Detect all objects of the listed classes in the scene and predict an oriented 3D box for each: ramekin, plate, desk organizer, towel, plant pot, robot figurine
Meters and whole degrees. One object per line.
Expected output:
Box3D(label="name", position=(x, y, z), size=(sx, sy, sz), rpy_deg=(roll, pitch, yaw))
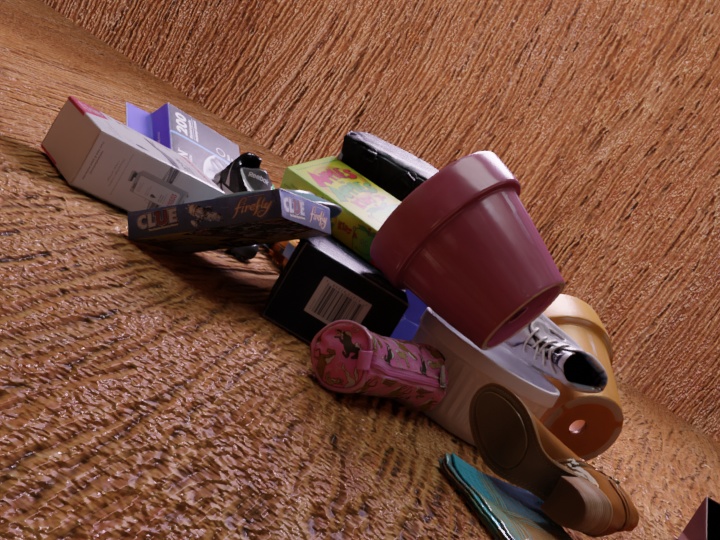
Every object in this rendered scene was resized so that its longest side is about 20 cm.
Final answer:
Box3D(label="ramekin", position=(0.140, 0.143, 1.521), size=(0.199, 0.105, 0.200), rpy_deg=(32, 7, -5))
Box3D(label="plate", position=(-0.122, -0.077, 1.508), size=(0.199, 0.026, 0.200), rpy_deg=(-4, -6, 0))
Box3D(label="desk organizer", position=(0.533, 0.393, 1.631), size=(0.199, 0.077, 0.072), rpy_deg=(31, 7, -10))
Box3D(label="towel", position=(0.169, 0.257, 1.202), size=(0.146, 0.022, 0.200), rpy_deg=(29, 8, -24))
Box3D(label="plant pot", position=(0.282, 0.166, 1.715), size=(0.200, 0.200, 0.184), rpy_deg=(28, 23, -29))
Box3D(label="robot figurine", position=(-0.095, -0.031, 1.874), size=(0.145, 0.058, 0.200), rpy_deg=(28, 9, -39))
Box3D(label="plant pot", position=(0.141, -0.012, 1.450), size=(0.179, 0.200, 0.200), rpy_deg=(52, 12, 16))

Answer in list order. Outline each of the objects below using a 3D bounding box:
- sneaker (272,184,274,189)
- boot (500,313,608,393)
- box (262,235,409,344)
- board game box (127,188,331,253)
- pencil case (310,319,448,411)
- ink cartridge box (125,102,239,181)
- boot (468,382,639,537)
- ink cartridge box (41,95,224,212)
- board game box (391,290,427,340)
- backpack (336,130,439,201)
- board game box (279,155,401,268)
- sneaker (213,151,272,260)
Box3D(label="sneaker", position=(-0.178, -0.113, 1.973), size=(0.199, 0.084, 0.074), rpy_deg=(29, 7, -19))
Box3D(label="boot", position=(0.235, 0.092, 1.548), size=(0.199, 0.074, 0.096), rpy_deg=(29, 2, -29))
Box3D(label="box", position=(-0.030, 0.032, 1.527), size=(0.148, 0.107, 0.200), rpy_deg=(31, 8, -5))
Box3D(label="board game box", position=(-0.152, -0.055, 1.414), size=(0.199, 0.035, 0.135), rpy_deg=(-7, -9, 21))
Box3D(label="pencil case", position=(0.025, 0.108, 1.354), size=(0.200, 0.086, 0.083), rpy_deg=(22, 44, -56))
Box3D(label="ink cartridge box", position=(-0.264, -0.164, 1.840), size=(0.199, 0.043, 0.199), rpy_deg=(27, 33, -33))
Box3D(label="boot", position=(0.211, 0.212, 1.314), size=(0.154, 0.074, 0.200), rpy_deg=(20, 28, -53))
Box3D(label="ink cartridge box", position=(-0.296, -0.130, 1.574), size=(0.199, 0.083, 0.146), rpy_deg=(27, 9, -38))
Box3D(label="board game box", position=(0.078, 0.062, 1.836), size=(0.159, 0.097, 0.200), rpy_deg=(31, 7, -14))
Box3D(label="backpack", position=(0.016, -0.086, 1.748), size=(0.162, 0.201, 0.154), rpy_deg=(27, 18, 3))
Box3D(label="board game box", position=(-0.004, -0.078, 1.615), size=(0.200, 0.048, 0.101), rpy_deg=(36, 34, 26))
Box3D(label="sneaker", position=(-0.166, -0.102, 1.744), size=(0.066, 0.091, 0.201), rpy_deg=(27, 31, -31))
